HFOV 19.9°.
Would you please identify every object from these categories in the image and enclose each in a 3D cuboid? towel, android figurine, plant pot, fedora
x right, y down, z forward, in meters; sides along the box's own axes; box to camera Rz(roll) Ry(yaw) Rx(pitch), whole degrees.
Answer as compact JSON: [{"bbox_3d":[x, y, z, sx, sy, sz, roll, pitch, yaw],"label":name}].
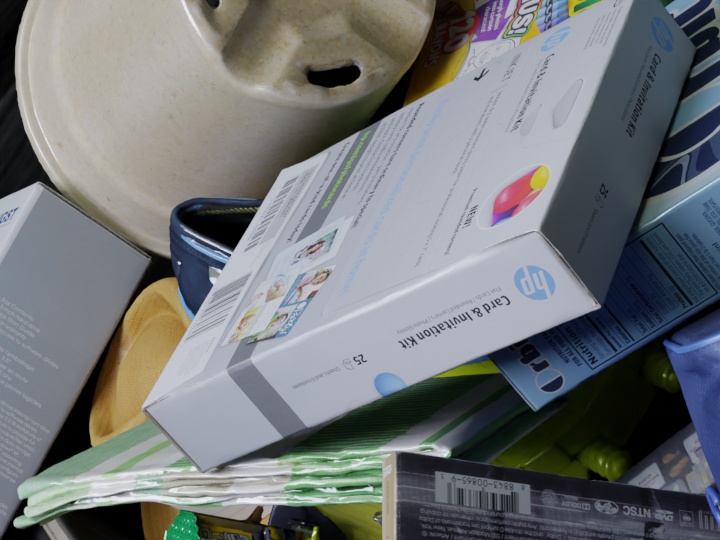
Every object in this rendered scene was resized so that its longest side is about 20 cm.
[{"bbox_3d":[-0.026,0.073,0.855,0.198,0.152,0.024,-8,97,25],"label":"towel"},{"bbox_3d":[0.072,0.038,0.949,0.200,0.041,0.183,24,80,54],"label":"android figurine"},{"bbox_3d":[-0.057,-0.121,1.023,0.183,0.199,0.202,-31,36,66],"label":"plant pot"},{"bbox_3d":[-0.079,0.060,1.027,0.200,0.081,0.202,-40,37,39],"label":"fedora"}]

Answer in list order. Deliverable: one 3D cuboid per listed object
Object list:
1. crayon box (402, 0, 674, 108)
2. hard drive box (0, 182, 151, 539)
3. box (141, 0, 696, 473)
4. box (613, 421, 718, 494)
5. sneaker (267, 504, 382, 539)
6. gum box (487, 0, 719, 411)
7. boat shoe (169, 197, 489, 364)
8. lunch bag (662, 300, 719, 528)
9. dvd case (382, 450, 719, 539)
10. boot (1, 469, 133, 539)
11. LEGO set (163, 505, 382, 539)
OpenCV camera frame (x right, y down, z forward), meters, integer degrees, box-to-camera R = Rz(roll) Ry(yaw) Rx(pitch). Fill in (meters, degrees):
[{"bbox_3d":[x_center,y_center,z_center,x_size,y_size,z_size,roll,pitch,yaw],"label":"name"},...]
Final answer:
[{"bbox_3d":[0.089,-0.106,0.992,0.118,0.058,0.201,-22,35,31],"label":"crayon box"},{"bbox_3d":[-0.212,0.066,1.085,0.156,0.077,0.201,-15,44,60],"label":"hard drive box"},{"bbox_3d":[0.022,-0.016,0.777,0.199,0.041,0.156,-27,24,38],"label":"box"},{"bbox_3d":[0.102,0.177,0.808,0.200,0.049,0.162,-40,39,19],"label":"box"},{"bbox_3d":[-0.026,0.168,0.926,0.201,0.074,0.082,-65,-5,16],"label":"sneaker"},{"bbox_3d":[0.135,-0.055,0.771,0.199,0.045,0.170,-33,22,21],"label":"gum box"},{"bbox_3d":[0.000,0.000,0.920,0.198,0.069,0.084,-4,41,19],"label":"boat shoe"},{"bbox_3d":[0.202,0.044,0.694,0.199,0.133,0.136,-30,-1,7],"label":"lunch bag"},{"bbox_3d":[0.076,0.168,0.694,0.016,0.148,0.202,139,136,-57],"label":"dvd case"},{"bbox_3d":[-0.192,0.184,1.083,0.151,0.073,0.200,-57,33,-5],"label":"boot"},{"bbox_3d":[-0.003,0.169,0.790,0.200,0.115,0.155,-14,66,60],"label":"LEGO set"}]
